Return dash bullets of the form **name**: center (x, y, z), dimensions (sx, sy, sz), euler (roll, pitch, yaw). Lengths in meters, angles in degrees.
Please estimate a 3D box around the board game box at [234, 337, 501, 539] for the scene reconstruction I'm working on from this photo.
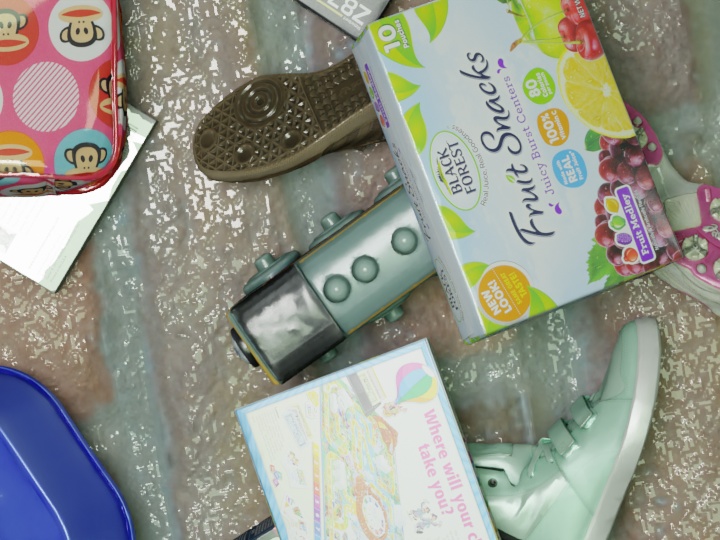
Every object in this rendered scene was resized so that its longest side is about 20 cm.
- **board game box**: center (0.015, 0.160, 1.449), dimensions (0.133, 0.034, 0.202), euler (-20, 86, 4)

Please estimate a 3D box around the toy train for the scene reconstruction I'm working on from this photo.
- **toy train**: center (0.000, 0.000, 1.461), dimensions (0.199, 0.114, 0.086), euler (-34, 94, 3)

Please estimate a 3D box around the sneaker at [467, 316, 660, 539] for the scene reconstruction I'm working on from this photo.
- **sneaker**: center (0.122, 0.112, 1.490), dimensions (0.117, 0.074, 0.202), euler (20, 93, 2)

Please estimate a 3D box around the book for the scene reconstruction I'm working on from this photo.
- **book**: center (-0.252, -0.094, 1.491), dimensions (0.199, 0.048, 0.134), euler (32, 90, -3)

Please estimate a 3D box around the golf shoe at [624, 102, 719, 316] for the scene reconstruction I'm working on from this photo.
- **golf shoe**: center (0.185, -0.040, 1.479), dimensions (0.075, 0.092, 0.200), euler (-41, 69, -13)

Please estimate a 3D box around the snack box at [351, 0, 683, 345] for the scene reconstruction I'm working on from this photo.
- **snack box**: center (0.095, -0.074, 1.390), dimensions (0.141, 0.053, 0.202), euler (-20, 86, -15)

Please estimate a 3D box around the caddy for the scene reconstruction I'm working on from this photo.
- **caddy**: center (-0.235, 0.158, 1.478), dimensions (0.141, 0.105, 0.201), euler (-38, 82, 18)

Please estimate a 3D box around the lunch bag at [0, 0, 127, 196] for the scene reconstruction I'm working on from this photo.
- **lunch bag**: center (-0.248, -0.136, 1.434), dimensions (0.198, 0.082, 0.178), euler (-1, 86, -5)

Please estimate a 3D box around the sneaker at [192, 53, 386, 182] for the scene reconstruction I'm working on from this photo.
- **sneaker**: center (-0.011, -0.098, 1.476), dimensions (0.199, 0.076, 0.071), euler (-22, 61, 18)

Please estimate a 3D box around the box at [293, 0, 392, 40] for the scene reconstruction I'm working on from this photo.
- **box**: center (-0.037, -0.269, 1.475), dimensions (0.199, 0.049, 0.162), euler (32, 92, -2)

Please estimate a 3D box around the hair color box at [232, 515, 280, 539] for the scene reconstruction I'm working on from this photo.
- **hair color box**: center (-0.082, 0.239, 1.506), dimensions (0.199, 0.061, 0.100), euler (-33, 93, 3)
